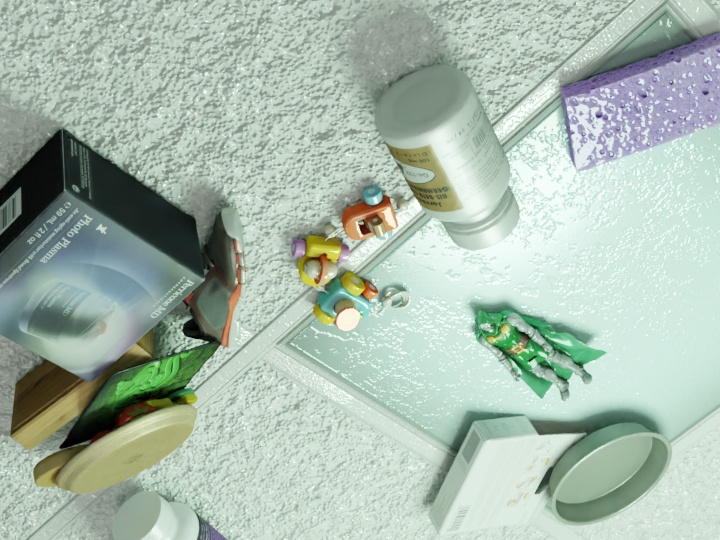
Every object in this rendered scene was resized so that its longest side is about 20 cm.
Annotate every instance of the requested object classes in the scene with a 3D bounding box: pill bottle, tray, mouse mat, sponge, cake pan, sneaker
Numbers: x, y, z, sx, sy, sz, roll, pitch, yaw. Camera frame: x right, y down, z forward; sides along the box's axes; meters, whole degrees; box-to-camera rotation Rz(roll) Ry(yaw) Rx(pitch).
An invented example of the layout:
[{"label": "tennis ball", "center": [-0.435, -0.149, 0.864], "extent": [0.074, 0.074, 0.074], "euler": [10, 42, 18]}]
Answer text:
[{"label": "pill bottle", "center": [-0.249, 0.388, 1.754], "extent": [0.111, 0.112, 0.200], "euler": [-30, 129, 10]}, {"label": "tray", "center": [-0.332, 0.120, 1.519], "extent": [0.200, 0.099, 0.037], "euler": [-37, 123, 15]}, {"label": "pill bottle", "center": [0.104, -0.120, 1.429], "extent": [0.114, 0.114, 0.200], "euler": [-26, 130, 7]}, {"label": "mouse mat", "center": [-0.268, 0.152, 1.541], "extent": [0.161, 0.008, 0.200], "euler": [-17, 157, -40]}, {"label": "sponge", "center": [0.335, -0.194, 1.486], "extent": [0.200, 0.030, 0.112], "euler": [-19, 131, 1]}, {"label": "cake pan", "center": [0.361, 0.296, 1.870], "extent": [0.200, 0.037, 0.201], "euler": [-15, 136, -15]}, {"label": "sneaker", "center": [-0.177, 0.014, 1.493], "extent": [0.082, 0.077, 0.200], "euler": [2, 128, -9]}]

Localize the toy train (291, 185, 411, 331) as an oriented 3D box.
[{"label": "toy train", "center": [0.000, 0.000, 1.539], "extent": [0.150, 0.056, 0.200], "euler": [-15, 130, -2]}]

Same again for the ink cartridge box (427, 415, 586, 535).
[{"label": "ink cartridge box", "center": [0.210, 0.295, 1.845], "extent": [0.176, 0.045, 0.200], "euler": [-1, 130, -29]}]

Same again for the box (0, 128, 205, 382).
[{"label": "box", "center": [-0.311, -0.011, 1.404], "extent": [0.200, 0.123, 0.198], "euler": [-41, 128, 19]}]

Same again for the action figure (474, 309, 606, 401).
[{"label": "action figure", "center": [0.221, 0.106, 1.690], "extent": [0.200, 0.055, 0.118], "euler": [32, 118, -29]}]

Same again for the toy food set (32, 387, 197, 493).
[{"label": "toy food set", "center": [-0.293, 0.216, 1.585], "extent": [0.200, 0.049, 0.198], "euler": [-39, 162, 24]}]
